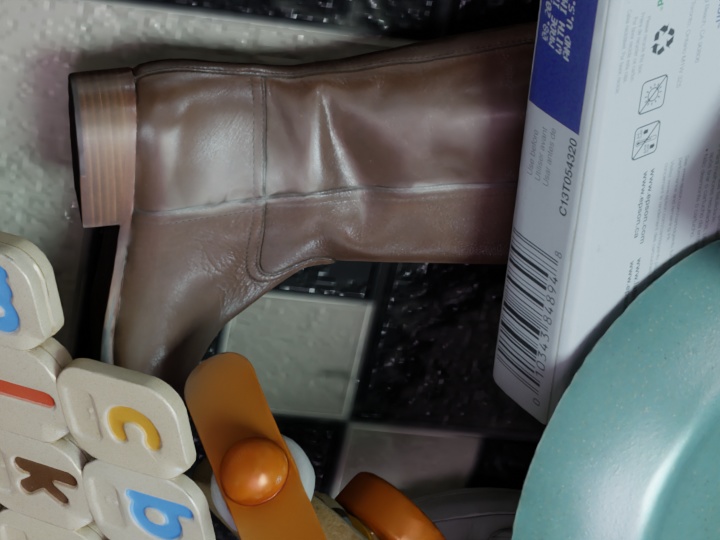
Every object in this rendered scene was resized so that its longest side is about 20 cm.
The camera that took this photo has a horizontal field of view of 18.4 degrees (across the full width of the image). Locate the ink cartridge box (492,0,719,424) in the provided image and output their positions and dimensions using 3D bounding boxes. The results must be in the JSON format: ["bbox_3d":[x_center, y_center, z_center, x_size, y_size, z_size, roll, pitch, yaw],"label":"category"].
[{"bbox_3d":[0.140,-0.062,0.774,0.199,0.043,0.197,-19,129,-33],"label":"ink cartridge box"}]

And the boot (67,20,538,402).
[{"bbox_3d":[0.000,0.000,0.807,0.199,0.064,0.187,-6,125,-9],"label":"boot"}]

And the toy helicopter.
[{"bbox_3d":[0.003,0.100,0.741,0.079,0.200,0.132,-46,120,-15],"label":"toy helicopter"}]

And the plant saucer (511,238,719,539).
[{"bbox_3d":[0.137,0.084,0.797,0.199,0.036,0.201,-18,120,-34],"label":"plant saucer"}]

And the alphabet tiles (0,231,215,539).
[{"bbox_3d":[-0.133,0.064,0.792,0.195,0.015,0.201,13,130,28],"label":"alphabet tiles"}]

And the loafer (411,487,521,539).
[{"bbox_3d":[0.072,0.127,0.887,0.199,0.070,0.070,-8,123,-2],"label":"loafer"}]
